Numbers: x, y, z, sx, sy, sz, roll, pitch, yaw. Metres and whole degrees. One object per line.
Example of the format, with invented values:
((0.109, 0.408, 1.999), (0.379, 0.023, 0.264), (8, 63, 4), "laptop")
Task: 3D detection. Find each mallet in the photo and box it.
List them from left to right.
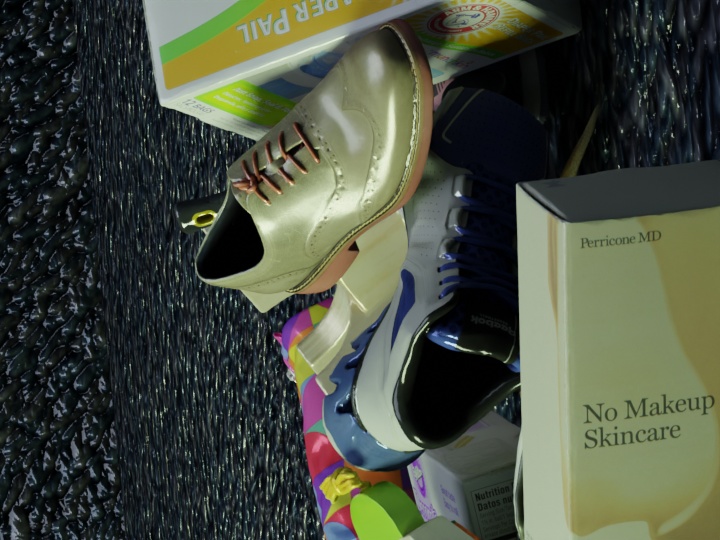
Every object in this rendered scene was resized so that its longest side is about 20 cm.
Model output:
((0.000, -0.046, 1.603), (0.066, 0.200, 0.041), (58, -159, -31), "mallet")

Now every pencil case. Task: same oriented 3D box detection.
((0.000, 0.113, 1.996), (0.088, 0.088, 0.200), (100, 160, -53), "pencil case")

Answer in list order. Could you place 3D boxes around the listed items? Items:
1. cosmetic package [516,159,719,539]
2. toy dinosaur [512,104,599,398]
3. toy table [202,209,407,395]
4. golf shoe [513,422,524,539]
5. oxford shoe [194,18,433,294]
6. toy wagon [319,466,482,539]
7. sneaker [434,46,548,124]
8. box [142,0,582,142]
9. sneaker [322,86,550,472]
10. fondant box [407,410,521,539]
((0.128, 0.058, 1.330), (0.071, 0.105, 0.201), (-133, 37, -68), "cosmetic package")
((0.097, 0.019, 1.560), (0.101, 0.058, 0.200), (-107, 16, -46), "toy dinosaur")
((0.000, 0.000, 1.687), (0.200, 0.117, 0.184), (51, 180, 40), "toy table")
((0.099, 0.130, 1.476), (0.097, 0.078, 0.200), (-42, -44, -53), "golf shoe")
((-0.024, -0.049, 1.510), (0.071, 0.075, 0.200), (61, 143, 29), "oxford shoe")
((0.049, 0.181, 1.518), (0.200, 0.040, 0.155), (60, 153, 3), "toy wagon")
((0.047, -0.083, 1.683), (0.200, 0.082, 0.070), (112, 149, -66), "sneaker")
((-0.002, -0.151, 1.552), (0.112, 0.200, 0.102), (18, -122, -59), "box")
((0.058, 0.010, 1.492), (0.115, 0.080, 0.200), (-3, 64, 67), "sneaker")
((0.085, 0.186, 1.628), (0.144, 0.058, 0.201), (-149, 46, -75), "fondant box")
